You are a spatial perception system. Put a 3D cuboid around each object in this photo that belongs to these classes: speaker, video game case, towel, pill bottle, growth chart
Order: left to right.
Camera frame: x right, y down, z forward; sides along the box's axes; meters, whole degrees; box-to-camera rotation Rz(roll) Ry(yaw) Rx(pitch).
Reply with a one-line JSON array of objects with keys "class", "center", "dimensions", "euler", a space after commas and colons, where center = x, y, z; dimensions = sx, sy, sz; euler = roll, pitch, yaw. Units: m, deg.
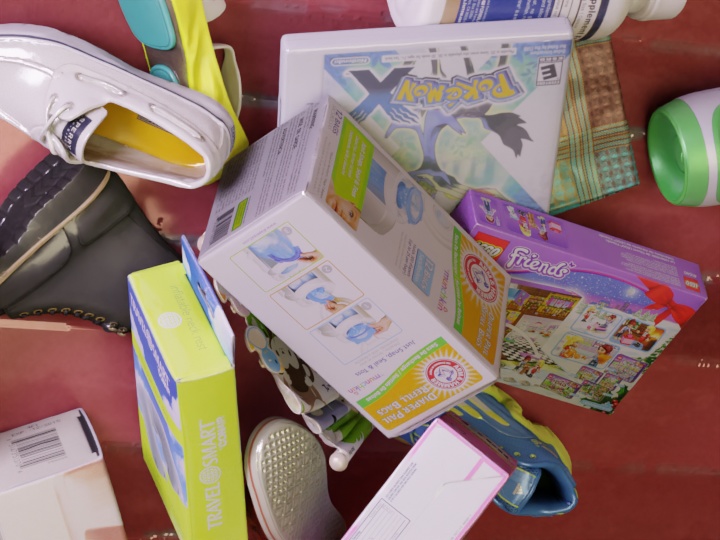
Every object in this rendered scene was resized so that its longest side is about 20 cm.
[{"class": "growth chart", "center": [-0.050, 0.048, 1.721], "dimensions": [0.018, 0.145, 0.200], "euler": [-27, 100, 16]}, {"class": "video game case", "center": [0.041, -0.093, 1.713], "dimensions": [0.199, 0.022, 0.183], "euler": [-5, 134, -9]}, {"class": "towel", "center": [0.100, -0.096, 1.796], "dimensions": [0.199, 0.022, 0.147], "euler": [-19, 113, -11]}, {"class": "pill bottle", "center": [0.124, -0.215, 1.713], "dimensions": [0.199, 0.111, 0.111], "euler": [-2, 108, -17]}, {"class": "speaker", "center": [0.318, -0.102, 1.828], "dimensions": [0.199, 0.088, 0.089], "euler": [-12, 111, -14]}]

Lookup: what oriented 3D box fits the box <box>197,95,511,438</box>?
[{"class": "box", "center": [0.000, 0.000, 1.677], "dimensions": [0.101, 0.113, 0.200], "euler": [-31, 118, 30]}]

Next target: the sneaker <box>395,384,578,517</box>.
[{"class": "sneaker", "center": [0.086, 0.120, 1.817], "dimensions": [0.200, 0.105, 0.076], "euler": [27, 98, -24]}]

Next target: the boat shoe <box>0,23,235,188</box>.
[{"class": "boat shoe", "center": [-0.184, -0.103, 1.644], "dimensions": [0.199, 0.070, 0.071], "euler": [21, 121, -2]}]

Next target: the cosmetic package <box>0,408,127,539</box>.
[{"class": "cosmetic package", "center": [-0.204, 0.214, 1.759], "dimensions": [0.087, 0.103, 0.201], "euler": [-17, 113, -10]}]

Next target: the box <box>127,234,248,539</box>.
[{"class": "box", "center": [-0.119, 0.091, 1.702], "dimensions": [0.048, 0.122, 0.200], "euler": [-14, 131, -15]}]

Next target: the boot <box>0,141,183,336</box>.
[{"class": "boot", "center": [-0.218, 0.025, 1.710], "dimensions": [0.200, 0.077, 0.138], "euler": [-41, 122, 3]}]

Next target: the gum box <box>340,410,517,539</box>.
[{"class": "gum box", "center": [0.023, 0.197, 1.737], "dimensions": [0.066, 0.113, 0.200], "euler": [38, 94, 5]}]

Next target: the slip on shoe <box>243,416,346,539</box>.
[{"class": "slip on shoe", "center": [-0.058, 0.162, 1.763], "dimensions": [0.074, 0.061, 0.200], "euler": [-60, 158, -21]}]

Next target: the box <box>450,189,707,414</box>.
[{"class": "box", "center": [0.133, 0.026, 1.804], "dimensions": [0.199, 0.039, 0.137], "euler": [18, 130, -24]}]

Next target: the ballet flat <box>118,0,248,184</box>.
[{"class": "ballet flat", "center": [-0.119, -0.156, 1.690], "dimensions": [0.067, 0.067, 0.201], "euler": [-29, 119, -30]}]
